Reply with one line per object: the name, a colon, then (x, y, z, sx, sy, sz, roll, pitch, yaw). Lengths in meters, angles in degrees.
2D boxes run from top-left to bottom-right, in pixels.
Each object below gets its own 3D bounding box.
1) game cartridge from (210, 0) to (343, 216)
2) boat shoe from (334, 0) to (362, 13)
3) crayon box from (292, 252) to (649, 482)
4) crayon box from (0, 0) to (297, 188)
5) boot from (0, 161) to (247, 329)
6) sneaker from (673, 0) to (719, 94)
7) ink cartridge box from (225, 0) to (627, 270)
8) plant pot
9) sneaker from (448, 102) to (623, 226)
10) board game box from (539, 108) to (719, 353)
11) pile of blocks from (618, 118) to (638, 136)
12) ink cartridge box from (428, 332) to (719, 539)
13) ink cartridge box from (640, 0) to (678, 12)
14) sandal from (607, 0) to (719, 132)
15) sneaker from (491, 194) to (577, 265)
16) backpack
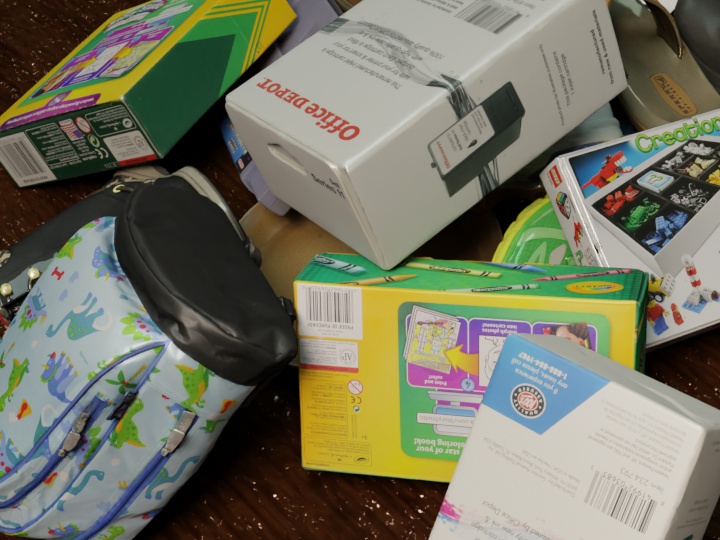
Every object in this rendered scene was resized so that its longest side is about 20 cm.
game cartridge: (-0.052, -0.135, 1.011, 0.130, 0.038, 0.200, -45, 33, 11)
boat shoe: (0.007, -0.188, 1.101, 0.068, 0.073, 0.199, -10, 29, -39)
crayon box: (0.063, 0.059, 0.792, 0.198, 0.120, 0.058, 3, 19, 14)
crayon box: (-0.169, -0.146, 1.038, 0.199, 0.058, 0.173, -5, 37, 47)
boot: (-0.169, -0.005, 0.921, 0.153, 0.074, 0.203, -36, 25, -19)
sneaker: (0.305, -0.148, 0.953, 0.076, 0.091, 0.200, -37, 63, -22)
ink cartridge box: (0.039, -0.108, 0.835, 0.199, 0.083, 0.146, -36, 38, -15)
plant pot: (0.000, 0.000, 0.937, 0.198, 0.028, 0.201, -6, 44, 5)
sneaker: (0.073, -0.086, 0.919, 0.198, 0.075, 0.089, -11, 70, -9)
board game box: (0.224, -0.034, 0.850, 0.198, 0.035, 0.127, -17, 78, -20)
pile of blocks: (0.143, -0.108, 0.988, 0.198, 0.062, 0.082, 16, 51, 24)
ink cartridge box: (0.100, 0.146, 0.698, 0.116, 0.202, 0.067, 26, 10, 32)
ink cartridge box: (0.149, -0.200, 1.073, 0.117, 0.068, 0.199, -39, 51, -24)
sandal: (0.185, -0.161, 0.948, 0.080, 0.054, 0.201, -25, 54, -15)
sneaker: (0.167, -0.017, 0.885, 0.199, 0.074, 0.084, -28, 43, -16)
backpack: (-0.146, 0.069, 0.794, 0.153, 0.201, 0.164, 9, 32, -33)
